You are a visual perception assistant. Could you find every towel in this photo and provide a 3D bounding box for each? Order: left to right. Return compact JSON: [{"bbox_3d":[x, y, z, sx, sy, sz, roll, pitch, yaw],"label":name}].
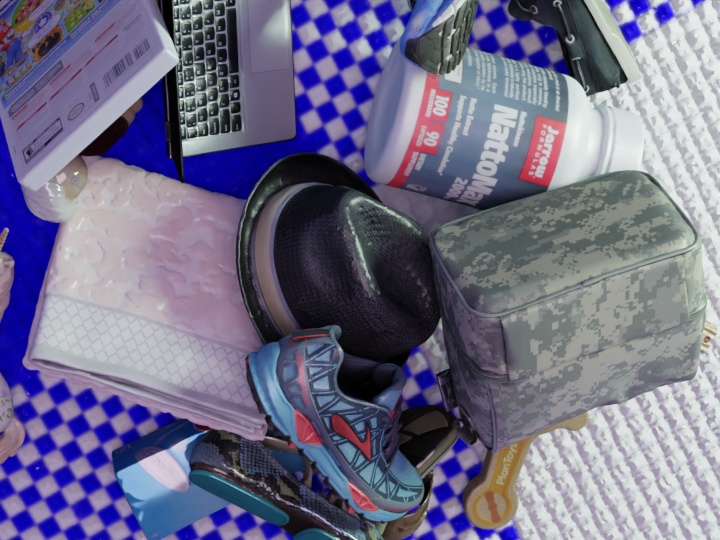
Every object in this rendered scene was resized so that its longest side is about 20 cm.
[{"bbox_3d":[-0.144,0.016,1.539,0.199,0.032,0.192,18,61,-11],"label":"towel"}]

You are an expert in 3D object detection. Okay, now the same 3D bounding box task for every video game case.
[{"bbox_3d":[-0.206,-0.163,1.431,0.143,0.200,0.018,-40,132,15],"label":"video game case"}]

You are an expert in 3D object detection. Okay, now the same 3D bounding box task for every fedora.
[{"bbox_3d":[0.000,0.000,1.535,0.200,0.091,0.202,10,75,-45],"label":"fedora"}]

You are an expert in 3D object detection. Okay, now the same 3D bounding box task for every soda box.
[{"bbox_3d":[-0.096,0.139,1.605,0.199,0.064,0.068,-26,104,-4],"label":"soda box"}]

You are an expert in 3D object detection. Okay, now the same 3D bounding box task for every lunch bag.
[{"bbox_3d":[0.156,0.039,1.507,0.199,0.139,0.168,-18,124,-9],"label":"lunch bag"}]

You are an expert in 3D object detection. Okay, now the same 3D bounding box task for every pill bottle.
[{"bbox_3d":[0.113,-0.104,1.562,0.199,0.120,0.120,13,99,-11],"label":"pill bottle"}]

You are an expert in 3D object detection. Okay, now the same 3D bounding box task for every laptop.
[{"bbox_3d":[-0.093,-0.174,1.473,0.200,0.116,0.188,-12,106,-42],"label":"laptop"}]

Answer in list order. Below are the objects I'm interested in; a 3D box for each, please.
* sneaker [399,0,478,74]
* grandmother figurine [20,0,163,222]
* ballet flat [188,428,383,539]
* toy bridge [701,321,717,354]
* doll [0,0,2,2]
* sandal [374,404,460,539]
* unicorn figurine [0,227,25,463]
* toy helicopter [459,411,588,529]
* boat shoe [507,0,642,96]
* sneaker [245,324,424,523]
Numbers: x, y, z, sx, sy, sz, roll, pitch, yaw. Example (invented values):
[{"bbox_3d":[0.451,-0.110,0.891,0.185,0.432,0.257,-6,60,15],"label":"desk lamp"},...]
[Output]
[{"bbox_3d":[0.049,-0.221,1.511,0.089,0.200,0.079,14,131,1],"label":"sneaker"},{"bbox_3d":[-0.202,-0.132,1.512,0.121,0.060,0.201,27,85,-48],"label":"grandmother figurine"},{"bbox_3d":[-0.040,0.179,1.559,0.200,0.074,0.074,36,93,-17],"label":"ballet flat"},{"bbox_3d":[0.204,0.015,1.628,0.199,0.067,0.027,28,96,-14],"label":"toy bridge"},{"bbox_3d":[-0.262,-0.253,1.509,0.200,0.048,0.137,-34,114,5],"label":"doll"},{"bbox_3d":[0.019,0.194,1.636,0.057,0.080,0.201,27,104,-29],"label":"sandal"},{"bbox_3d":[-0.317,0.066,1.558,0.137,0.074,0.201,-22,118,-14],"label":"unicorn figurine"},{"bbox_3d":[0.120,0.120,1.634,0.132,0.079,0.201,11,110,-16],"label":"toy helicopter"},{"bbox_3d":[0.149,-0.211,1.562,0.066,0.075,0.199,-29,130,13],"label":"boat shoe"},{"bbox_3d":[0.003,0.116,1.503,0.095,0.079,0.200,-31,129,16],"label":"sneaker"}]
